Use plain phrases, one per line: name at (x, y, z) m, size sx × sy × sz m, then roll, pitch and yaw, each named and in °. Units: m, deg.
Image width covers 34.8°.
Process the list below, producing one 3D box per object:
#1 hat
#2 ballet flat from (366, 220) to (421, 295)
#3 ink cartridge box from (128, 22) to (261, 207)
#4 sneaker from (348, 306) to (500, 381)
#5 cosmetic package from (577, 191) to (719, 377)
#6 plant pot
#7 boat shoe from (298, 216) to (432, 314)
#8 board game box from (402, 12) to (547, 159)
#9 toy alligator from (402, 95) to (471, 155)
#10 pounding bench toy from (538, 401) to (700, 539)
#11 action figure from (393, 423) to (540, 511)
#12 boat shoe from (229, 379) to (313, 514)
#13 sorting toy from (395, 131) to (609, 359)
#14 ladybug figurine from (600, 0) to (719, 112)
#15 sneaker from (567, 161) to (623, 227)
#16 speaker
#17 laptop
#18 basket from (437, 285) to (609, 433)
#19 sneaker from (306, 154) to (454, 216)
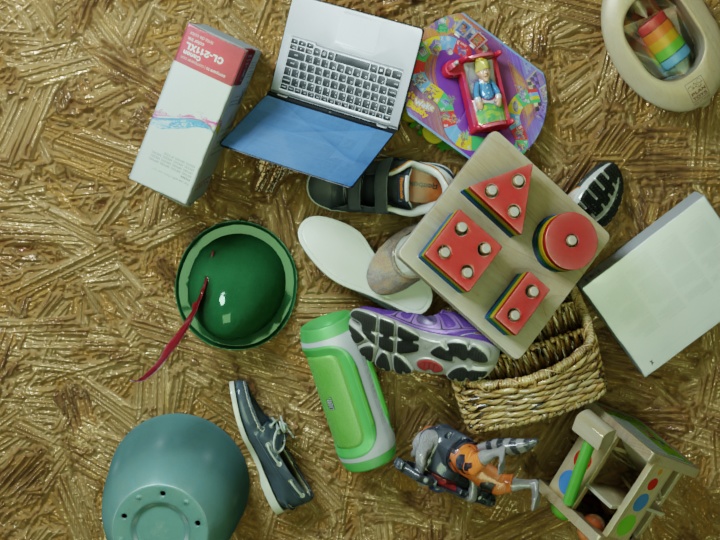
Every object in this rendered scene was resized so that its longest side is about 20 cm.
hat at (-0.170, 0.049, 1.452) m, size 0.163 × 0.176 × 0.203 m, roll 19°, pitch 101°, yaw -4°
ballet flat at (0.092, -0.040, 1.461) m, size 0.199 × 0.067 × 0.069 m, roll -37°, pitch 92°, yaw -15°
ink cartridge box at (-0.203, -0.195, 1.421) m, size 0.082 × 0.146 × 0.203 m, roll 23°, pitch 100°, yaw -3°
sneaker at (0.081, 0.085, 1.459) m, size 0.197 × 0.084 × 0.082 m, roll 14°, pitch 125°, yaw 11°
cosmetic package at (0.408, 0.018, 1.513) m, size 0.199 × 0.052 × 0.152 m, roll -37°, pitch 97°, yaw 6°
plant pot at (-0.251, 0.312, 1.513) m, size 0.197 × 0.161 × 0.204 m, roll 0°, pitch 102°, yaw -1°
boat shoe at (0.000, 0.000, 1.500) m, size 0.198 × 0.062 × 0.074 m, roll 31°, pitch 75°, yaw -8°
board game box at (0.150, -0.228, 1.436) m, size 0.199 × 0.039 × 0.159 m, roll 34°, pitch 74°, yaw -9°
toy alligator at (0.103, -0.181, 1.475) m, size 0.199 × 0.060 × 0.054 m, roll 40°, pitch 140°, yaw -9°
pounding bench toy at (0.306, 0.268, 1.478) m, size 0.199 × 0.124 × 0.157 m, roll 23°, pitch 103°, yaw -43°
action figure at (0.150, 0.254, 1.512) m, size 0.199 × 0.192 × 0.106 m, roll 30°, pitch 76°, yaw -46°
boat shoe at (-0.121, 0.233, 1.541) m, size 0.061 × 0.075 × 0.203 m, roll -19°, pitch 102°, yaw 5°
sorting toy at (0.181, -0.033, 1.387) m, size 0.199 × 0.070 × 0.200 m, roll 40°, pitch 81°, yaw -6°
ladybug figurine at (0.377, -0.289, 1.442) m, size 0.135 × 0.072 × 0.201 m, roll -33°, pitch 99°, yaw 6°
sneaker at (0.264, -0.064, 1.487) m, size 0.201 × 0.080 × 0.074 m, roll -51°, pitch 126°, yaw -9°
speaker at (-0.016, 0.160, 1.522) m, size 0.087 × 0.089 × 0.203 m, roll -17°, pitch 100°, yaw 3°
laptop at (-0.046, -0.224, 1.401) m, size 0.185 × 0.116 × 0.203 m, roll 19°, pitch 101°, yaw 19°
basket at (0.206, 0.107, 1.483) m, size 0.197 × 0.143 × 0.151 m, roll -16°, pitch 101°, yaw 3°
sneaker at (0.026, -0.111, 1.474) m, size 0.196 × 0.079 × 0.080 m, roll -2°, pitch 102°, yaw 2°
